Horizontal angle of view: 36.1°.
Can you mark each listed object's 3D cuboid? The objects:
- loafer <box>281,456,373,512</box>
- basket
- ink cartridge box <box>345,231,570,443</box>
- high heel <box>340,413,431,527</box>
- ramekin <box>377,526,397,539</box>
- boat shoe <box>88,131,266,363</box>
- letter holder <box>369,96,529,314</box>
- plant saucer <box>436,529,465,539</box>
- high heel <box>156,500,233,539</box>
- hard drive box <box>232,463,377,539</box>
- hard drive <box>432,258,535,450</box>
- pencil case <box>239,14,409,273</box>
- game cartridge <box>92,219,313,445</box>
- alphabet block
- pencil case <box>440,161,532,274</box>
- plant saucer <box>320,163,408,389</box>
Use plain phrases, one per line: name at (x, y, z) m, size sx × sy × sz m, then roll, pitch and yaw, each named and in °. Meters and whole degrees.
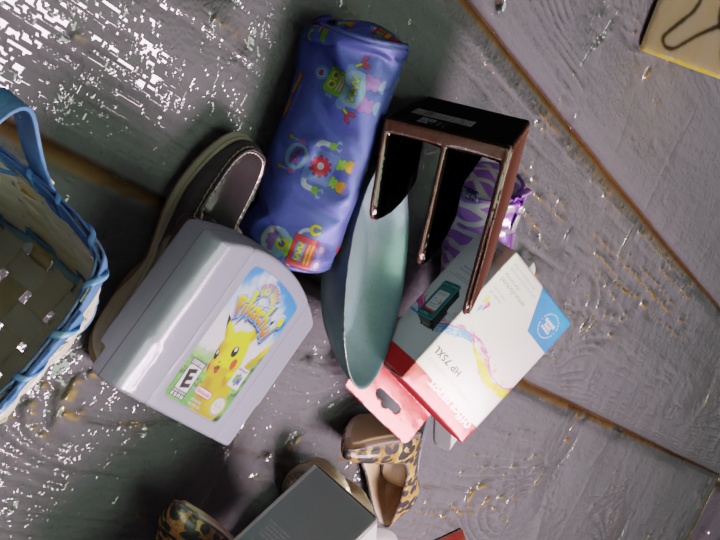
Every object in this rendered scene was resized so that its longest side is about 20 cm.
loafer at (-0.028, 0.237, 1.119) m, size 0.068 × 0.075 × 0.201 m, roll -46°, pitch 154°, yaw -25°
basket at (-0.222, 0.012, 0.576) m, size 0.177 × 0.139 × 0.200 m, roll -50°, pitch 177°, yaw -19°
ink cartridge box at (0.094, 0.078, 1.062) m, size 0.200 × 0.067 × 0.116 m, roll -47°, pitch 123°, yaw -4°
high heel at (0.018, 0.224, 1.166) m, size 0.199 × 0.071 × 0.145 m, roll -4°, pitch 111°, yaw -64°
ramekin at (-0.032, 0.350, 1.095) m, size 0.198 × 0.098 × 0.202 m, roll -21°, pitch 147°, yaw -14°
boat shoe at (-0.120, -0.004, 0.802) m, size 0.202 × 0.064 × 0.072 m, roll -58°, pitch 149°, yaw -6°
letter holder at (0.072, -0.057, 0.924) m, size 0.200 × 0.099 × 0.144 m, roll -47°, pitch 150°, yaw -72°
plant saucer at (0.066, 0.456, 1.452) m, size 0.199 × 0.036 × 0.203 m, roll -4°, pitch 117°, yaw -53°
high heel at (-0.164, 0.282, 0.933) m, size 0.143 × 0.071 × 0.201 m, roll -53°, pitch 157°, yaw -26°
hard drive box at (-0.079, 0.285, 0.915) m, size 0.199 × 0.076 × 0.157 m, roll -38°, pitch 150°, yaw -30°
hard drive at (0.143, 0.094, 1.269) m, size 0.200 × 0.026 × 0.133 m, roll -46°, pitch 147°, yaw -40°
pencil case at (-0.033, -0.096, 0.850) m, size 0.078 × 0.086 × 0.203 m, roll -110°, pitch -140°, yaw -73°
game cartridge at (-0.099, 0.045, 0.780) m, size 0.134 × 0.040 × 0.200 m, roll -58°, pitch 157°, yaw -8°
alphabet block at (0.479, -0.319, 1.313) m, size 0.195 × 0.194 × 0.203 m, roll -2°, pitch 116°, yaw -52°
pencil case at (0.126, -0.014, 1.133) m, size 0.084 × 0.084 × 0.202 m, roll -45°, pitch 147°, yaw -44°
plant saucer at (0.000, 0.000, 0.965) m, size 0.201 × 0.038 × 0.205 m, roll 8°, pitch 90°, yaw -74°
